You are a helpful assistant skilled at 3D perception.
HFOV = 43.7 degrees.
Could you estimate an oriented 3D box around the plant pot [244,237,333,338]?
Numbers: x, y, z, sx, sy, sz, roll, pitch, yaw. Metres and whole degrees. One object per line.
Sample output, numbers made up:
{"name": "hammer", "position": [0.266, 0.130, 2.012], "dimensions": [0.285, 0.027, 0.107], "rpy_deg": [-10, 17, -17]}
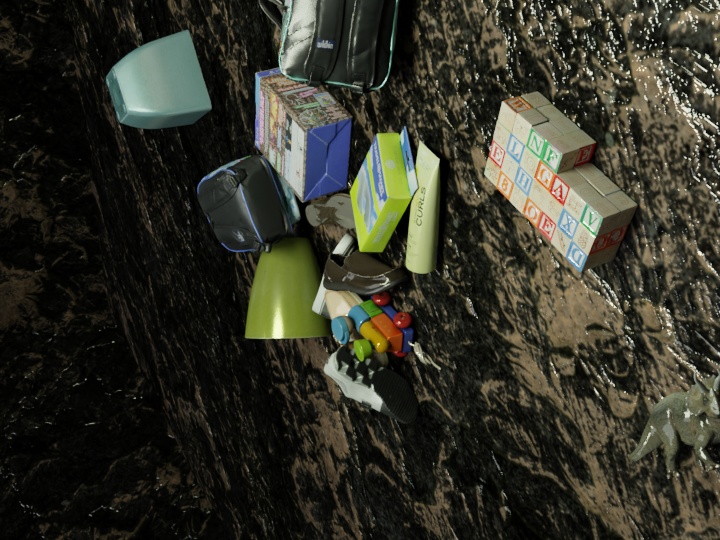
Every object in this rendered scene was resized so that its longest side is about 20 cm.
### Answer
{"name": "plant pot", "position": [-0.149, 0.035, 1.864], "dimensions": [0.187, 0.185, 0.203], "rpy_deg": [-3, 88, 64]}

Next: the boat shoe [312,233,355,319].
{"name": "boat shoe", "position": [-0.036, 0.016, 1.736], "dimensions": [0.063, 0.071, 0.201], "rpy_deg": [28, 132, 9]}

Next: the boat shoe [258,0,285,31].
{"name": "boat shoe", "position": [-0.118, -0.427, 1.600], "dimensions": [0.201, 0.056, 0.067], "rpy_deg": [57, 151, 27]}

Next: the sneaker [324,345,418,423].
{"name": "sneaker", "position": [0.019, 0.217, 1.664], "dimensions": [0.199, 0.074, 0.088], "rpy_deg": [40, 144, -8]}

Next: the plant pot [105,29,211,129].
{"name": "plant pot", "position": [-0.507, -0.450, 2.202], "dimensions": [0.195, 0.198, 0.199], "rpy_deg": [-7, 101, 63]}

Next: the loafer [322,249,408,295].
{"name": "loafer", "position": [0.000, 0.000, 1.597], "dimensions": [0.198, 0.073, 0.072], "rpy_deg": [1, 104, 44]}

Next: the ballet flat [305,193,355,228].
{"name": "ballet flat", "position": [-0.038, -0.112, 1.677], "dimensions": [0.199, 0.046, 0.068], "rpy_deg": [-2, 109, 59]}

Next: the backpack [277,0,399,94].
{"name": "backpack", "position": [-0.029, -0.381, 1.320], "dimensions": [0.154, 0.173, 0.203], "rpy_deg": [-93, 10, -63]}

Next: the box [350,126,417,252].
{"name": "box", "position": [0.035, -0.130, 1.471], "dimensions": [0.201, 0.047, 0.124], "rpy_deg": [118, 146, -58]}

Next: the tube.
{"name": "tube", "position": [0.099, -0.095, 1.402], "dimensions": [0.057, 0.052, 0.203], "rpy_deg": [18, 123, 24]}

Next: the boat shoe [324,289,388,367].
{"name": "boat shoe", "position": [-0.015, 0.119, 1.697], "dimensions": [0.073, 0.069, 0.202], "rpy_deg": [-21, 103, 40]}

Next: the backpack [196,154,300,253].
{"name": "backpack", "position": [-0.222, -0.131, 1.795], "dimensions": [0.199, 0.146, 0.185], "rpy_deg": [-8, 108, 55]}

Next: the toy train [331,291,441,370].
{"name": "toy train", "position": [0.041, 0.129, 1.586], "dimensions": [0.200, 0.114, 0.086], "rpy_deg": [46, 146, 42]}

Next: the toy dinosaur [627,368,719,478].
{"name": "toy dinosaur", "position": [0.375, 0.177, 1.022], "dimensions": [0.200, 0.076, 0.104], "rpy_deg": [131, 129, -67]}

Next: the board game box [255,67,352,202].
{"name": "board game box", "position": [-0.108, -0.255, 1.650], "dimensions": [0.200, 0.096, 0.161], "rpy_deg": [50, 147, 37]}

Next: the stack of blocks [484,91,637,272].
{"name": "stack of blocks", "position": [0.240, -0.111, 1.091], "dimensions": [0.201, 0.058, 0.116], "rpy_deg": [52, 148, 35]}
